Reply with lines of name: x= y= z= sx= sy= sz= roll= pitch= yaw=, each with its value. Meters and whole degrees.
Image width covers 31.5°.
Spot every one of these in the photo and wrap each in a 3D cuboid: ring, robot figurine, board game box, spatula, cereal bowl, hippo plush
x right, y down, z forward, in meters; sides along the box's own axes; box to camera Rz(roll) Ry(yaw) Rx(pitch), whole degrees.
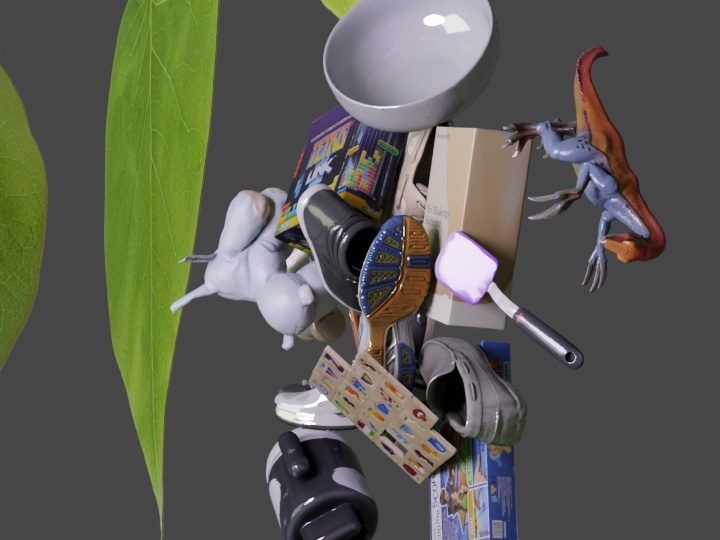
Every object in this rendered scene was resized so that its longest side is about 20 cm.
ring: x=-0.006 y=0.046 z=1.592 sx=0.200 sy=0.019 sz=0.203 roll=166 pitch=90 yaw=-87
robot figurine: x=-0.050 y=0.283 z=1.590 sx=0.201 sy=0.123 sz=0.152 roll=-118 pitch=39 yaw=-54
board game box: x=0.113 y=0.187 z=1.322 sx=0.135 sy=0.034 sz=0.203 roll=145 pitch=128 yaw=-62
spatula: x=0.143 y=0.034 z=1.225 sx=0.200 sy=0.020 sz=0.057 roll=43 pitch=111 yaw=40
cereal bowl: x=0.062 y=-0.226 z=1.404 sx=0.084 sy=0.198 sz=0.202 roll=62 pitch=-170 yaw=-48
board game box: x=-0.021 y=-0.122 z=1.529 sx=0.199 sy=0.056 sz=0.167 roll=-22 pitch=48 yaw=61
hippo plush: x=-0.108 y=-0.002 z=1.626 sx=0.160 sy=0.199 sz=0.161 roll=34 pitch=127 yaw=27

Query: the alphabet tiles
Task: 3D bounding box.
alphabet tiles: x=0.021 y=0.143 z=1.314 sx=0.008 sy=0.167 sz=0.200 roll=-45 pitch=-7 yaw=-21

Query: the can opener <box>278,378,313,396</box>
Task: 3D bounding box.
can opener: x=-0.046 y=0.174 z=1.692 sx=0.199 sy=0.066 sz=0.053 roll=-11 pitch=97 yaw=63

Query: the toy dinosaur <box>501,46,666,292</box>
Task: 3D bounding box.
toy dinosaur: x=0.206 y=-0.085 z=1.103 sx=0.181 sy=0.104 sz=0.202 roll=34 pitch=105 yaw=43

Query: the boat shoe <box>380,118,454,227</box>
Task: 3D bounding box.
boat shoe: x=0.071 y=-0.078 z=1.455 sx=0.065 sy=0.071 sz=0.203 roll=178 pitch=103 yaw=-69

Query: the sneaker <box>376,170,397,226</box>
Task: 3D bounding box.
sneaker: x=0.032 y=-0.074 z=1.558 sx=0.081 sy=0.074 sz=0.203 roll=-31 pitch=56 yaw=53

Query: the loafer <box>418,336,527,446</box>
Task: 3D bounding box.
loafer: x=0.095 y=0.112 z=1.248 sx=0.200 sy=0.069 sz=0.071 roll=-143 pitch=60 yaw=-66

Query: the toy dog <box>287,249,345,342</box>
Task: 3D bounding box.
toy dog: x=-0.077 y=0.009 z=1.767 sx=0.132 sy=0.095 sz=0.202 roll=131 pitch=140 yaw=-54

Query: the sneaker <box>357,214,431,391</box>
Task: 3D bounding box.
sneaker: x=0.025 y=0.036 z=1.344 sx=0.088 sy=0.074 sz=0.203 roll=-121 pitch=38 yaw=-72

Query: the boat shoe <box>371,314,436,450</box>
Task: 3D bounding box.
boat shoe: x=0.034 y=0.121 z=1.503 sx=0.073 sy=0.062 sz=0.202 roll=-125 pitch=46 yaw=-59

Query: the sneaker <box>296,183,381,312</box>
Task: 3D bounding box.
sneaker: x=0.000 y=0.000 z=1.409 sx=0.099 sy=0.070 sz=0.201 roll=42 pitch=166 yaw=44

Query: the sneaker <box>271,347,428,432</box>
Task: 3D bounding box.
sneaker: x=-0.006 y=0.121 z=1.452 sx=0.076 sy=0.198 sz=0.117 roll=-12 pitch=-79 yaw=-72

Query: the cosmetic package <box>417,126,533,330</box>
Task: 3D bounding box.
cosmetic package: x=0.115 y=-0.046 z=1.331 sx=0.105 sy=0.070 sz=0.203 roll=-165 pitch=81 yaw=-69
